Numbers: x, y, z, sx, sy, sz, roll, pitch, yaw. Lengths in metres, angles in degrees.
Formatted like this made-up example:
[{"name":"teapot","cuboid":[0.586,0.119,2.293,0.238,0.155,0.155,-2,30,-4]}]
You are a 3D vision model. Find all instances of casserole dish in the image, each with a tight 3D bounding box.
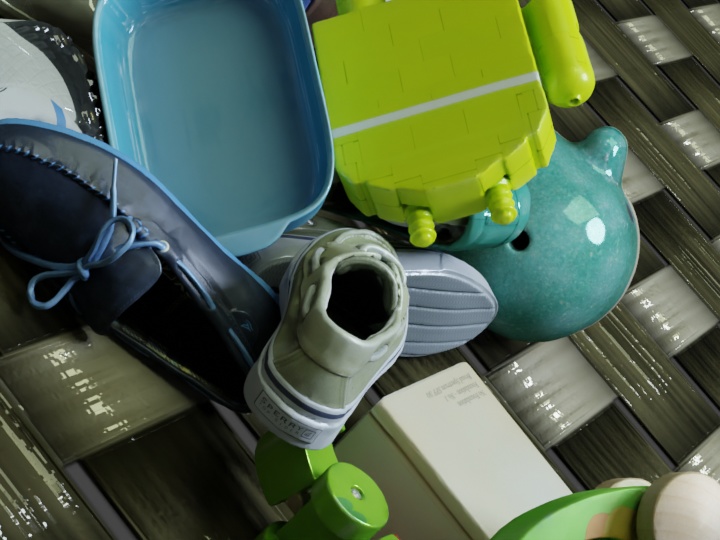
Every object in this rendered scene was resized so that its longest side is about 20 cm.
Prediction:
[{"name":"casserole dish","cuboid":[-0.080,-0.092,0.948,0.039,0.120,0.202,74,2,-67]}]

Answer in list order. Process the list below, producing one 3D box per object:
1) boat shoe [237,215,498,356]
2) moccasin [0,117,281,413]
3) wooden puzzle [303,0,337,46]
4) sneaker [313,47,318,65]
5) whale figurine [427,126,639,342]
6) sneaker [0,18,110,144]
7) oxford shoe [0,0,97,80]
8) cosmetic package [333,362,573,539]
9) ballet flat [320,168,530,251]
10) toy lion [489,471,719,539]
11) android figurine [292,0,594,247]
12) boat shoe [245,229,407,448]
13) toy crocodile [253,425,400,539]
[{"name":"boat shoe","cuboid":[0.000,0.000,1.011,0.199,0.072,0.062,14,35,-41]},{"name":"moccasin","cuboid":[-0.112,-0.002,0.856,0.199,0.080,0.068,33,34,-18]},{"name":"wooden puzzle","cuboid":[-0.072,-0.230,1.106,0.185,0.200,0.046,38,45,-11]},{"name":"sneaker","cuboid":[-0.074,-0.190,1.027,0.118,0.073,0.202,50,-18,49]},{"name":"whale figurine","cuboid":[0.098,-0.052,1.113,0.202,0.158,0.104,67,16,6]},{"name":"sneaker","cuboid":[-0.194,-0.092,0.892,0.200,0.072,0.072,15,52,-65]},{"name":"oxford shoe","cuboid":[-0.175,-0.169,1.024,0.199,0.058,0.075,35,31,-14]},{"name":"cosmetic package","cuboid":[0.074,0.154,0.895,0.200,0.073,0.103,50,29,13]},{"name":"ballet flat","cuboid":[0.004,-0.058,1.014,0.199,0.068,0.070,17,15,31]},{"name":"toy lion","cuboid":[0.094,0.206,0.760,0.190,0.069,0.202,-12,87,-29]},{"name":"android figurine","cuboid":[0.041,-0.101,0.970,0.041,0.180,0.201,66,10,-53]},{"name":"boat shoe","cuboid":[-0.003,0.021,0.849,0.072,0.062,0.200,37,23,-7]},{"name":"toy crocodile","cuboid":[0.010,0.154,0.814,0.062,0.068,0.201,-7,56,-55]}]
